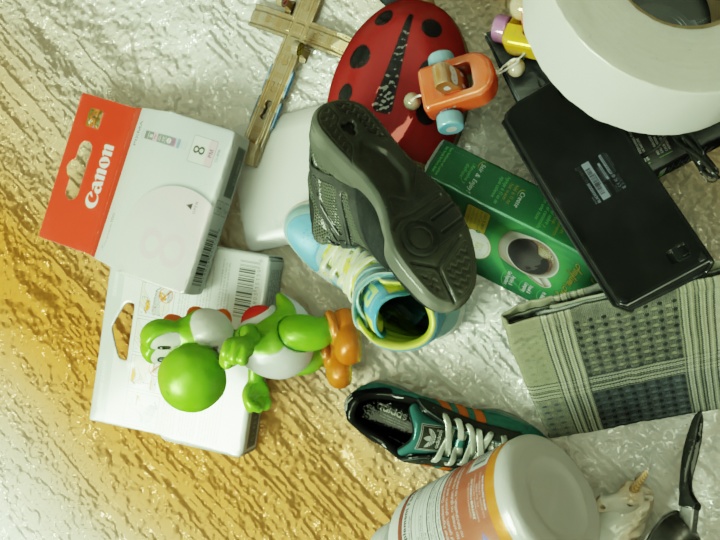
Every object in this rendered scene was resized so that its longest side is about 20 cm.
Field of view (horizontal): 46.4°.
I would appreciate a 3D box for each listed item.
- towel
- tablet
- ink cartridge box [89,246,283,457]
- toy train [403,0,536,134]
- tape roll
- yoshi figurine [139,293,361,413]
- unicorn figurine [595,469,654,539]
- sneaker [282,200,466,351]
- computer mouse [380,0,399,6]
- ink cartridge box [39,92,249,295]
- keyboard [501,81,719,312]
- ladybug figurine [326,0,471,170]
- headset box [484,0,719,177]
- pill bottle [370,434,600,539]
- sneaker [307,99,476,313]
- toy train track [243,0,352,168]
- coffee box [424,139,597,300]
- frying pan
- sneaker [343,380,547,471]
[{"bbox_3d":[0.226,0.065,0.687,0.190,0.201,0.035,-14,48,15],"label":"towel"},{"bbox_3d":[-0.031,-0.101,0.833,0.198,0.014,0.132,-11,87,14],"label":"tablet"},{"bbox_3d":[-0.178,0.072,0.856,0.172,0.044,0.203,9,92,16],"label":"ink cartridge box"},{"bbox_3d":[0.096,-0.221,0.690,0.149,0.056,0.203,-9,73,20],"label":"toy train"},{"bbox_3d":[0.222,-0.205,0.610,0.200,0.071,0.205,0,75,-1],"label":"tape roll"},{"bbox_3d":[-0.101,0.087,0.765,0.197,0.112,0.114,1,100,-11],"label":"yoshi figurine"},{"bbox_3d":[0.205,0.262,0.743,0.136,0.074,0.202,-16,102,14],"label":"unicorn figurine"},{"bbox_3d":[0.000,0.000,0.758,0.199,0.130,0.080,30,105,11],"label":"sneaker"},{"bbox_3d":[0.010,-0.346,0.812,0.058,0.034,0.202,-24,83,15],"label":"computer mouse"},{"bbox_3d":[-0.225,-0.081,0.829,0.198,0.057,0.164,18,90,10],"label":"ink cartridge box"},{"bbox_3d":[0.201,-0.077,0.637,0.126,0.021,0.201,-29,62,9],"label":"keyboard"},{"bbox_3d":[0.032,-0.162,0.772,0.134,0.072,0.202,13,88,12],"label":"ladybug figurine"},{"bbox_3d":[0.224,-0.162,0.722,0.198,0.093,0.176,-27,82,14],"label":"headset box"},{"bbox_3d":[0.096,0.228,0.716,0.200,0.112,0.113,-41,78,40],"label":"pill bottle"},{"bbox_3d":[0.020,-0.036,0.701,0.076,0.115,0.200,-30,69,-25],"label":"sneaker"},{"bbox_3d":[-0.081,-0.202,0.830,0.114,0.033,0.202,23,92,17],"label":"toy train track"},{"bbox_3d":[0.143,-0.024,0.725,0.199,0.123,0.044,28,67,12],"label":"coffee box"},{"bbox_3d":[0.277,0.231,0.716,0.031,0.115,0.191,13,61,45],"label":"frying pan"},{"bbox_3d":[0.077,0.154,0.766,0.198,0.080,0.072,14,93,15],"label":"sneaker"}]
